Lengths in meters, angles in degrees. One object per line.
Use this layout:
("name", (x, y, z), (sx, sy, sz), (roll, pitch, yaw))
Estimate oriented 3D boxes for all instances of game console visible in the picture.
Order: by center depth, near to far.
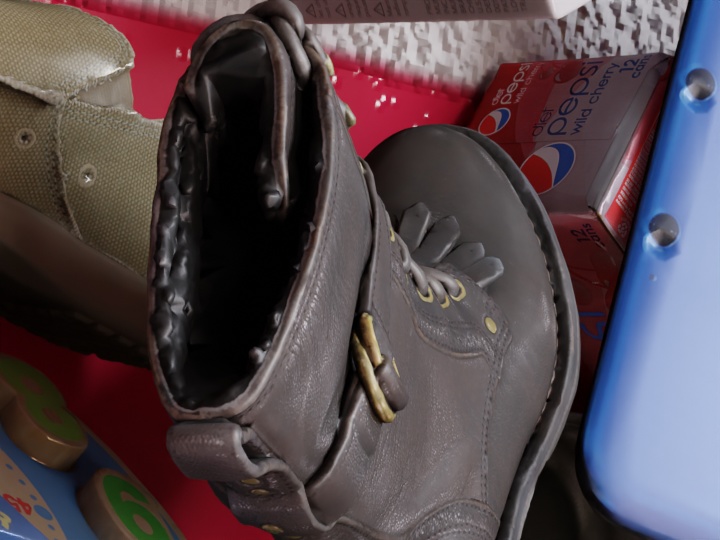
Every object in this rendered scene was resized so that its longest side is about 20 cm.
("game console", (0.143, 0.017, 0.867), (0.171, 0.118, 0.201), (73, 31, -64))

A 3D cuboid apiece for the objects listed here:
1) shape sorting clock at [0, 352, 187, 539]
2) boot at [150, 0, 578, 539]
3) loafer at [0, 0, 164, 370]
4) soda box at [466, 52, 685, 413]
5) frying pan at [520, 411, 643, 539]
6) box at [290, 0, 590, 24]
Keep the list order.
("shape sorting clock", (-0.103, 0.039, 0.625), (0.200, 0.200, 0.039), (25, 113, -41))
("boot", (0.000, 0.000, 0.704), (0.174, 0.069, 0.201), (67, 21, -48))
("loafer", (-0.098, -0.039, 0.699), (0.200, 0.076, 0.068), (37, 67, -49))
("soda box", (0.103, 0.025, 0.888), (0.200, 0.070, 0.064), (51, 55, -34))
("frying pan", (0.031, 0.129, 0.856), (0.115, 0.031, 0.191), (10, 100, -41))
("box", (0.067, -0.154, 0.821), (0.200, 0.101, 0.113), (-33, 114, -37))
